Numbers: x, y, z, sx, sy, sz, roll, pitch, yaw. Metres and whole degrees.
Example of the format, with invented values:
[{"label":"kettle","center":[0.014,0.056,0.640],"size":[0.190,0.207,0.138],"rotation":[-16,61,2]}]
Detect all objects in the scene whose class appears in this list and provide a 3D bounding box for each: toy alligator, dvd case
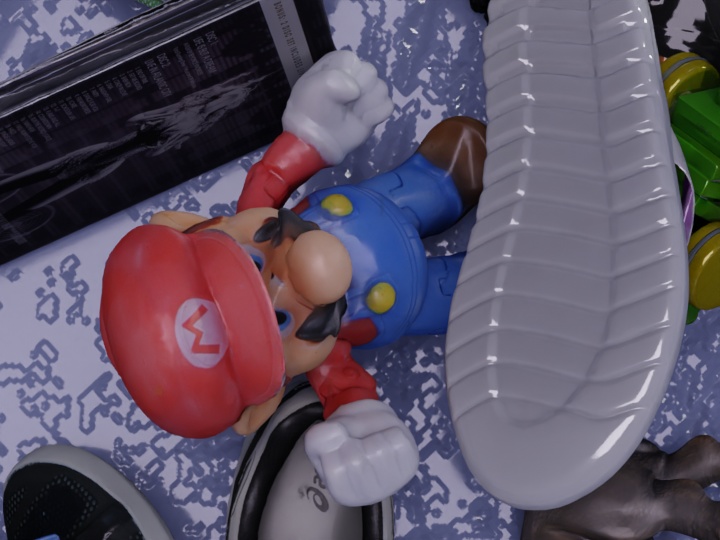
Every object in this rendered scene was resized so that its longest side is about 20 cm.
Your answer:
[{"label":"toy alligator","center":[0.111,-0.006,0.778],"size":[0.059,0.054,0.200],"rotation":[42,112,39]},{"label":"dvd case","center":[-0.101,-0.044,0.779],"size":[0.199,0.149,0.016],"rotation":[-24,77,-1]}]

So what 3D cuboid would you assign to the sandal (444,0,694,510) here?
[{"label":"sandal","center":[0.078,-0.015,0.743],"size":[0.082,0.050,0.203],"rotation":[-6,66,29]}]

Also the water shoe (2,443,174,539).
[{"label":"water shoe","center":[-0.094,0.149,0.770],"size":[0.072,0.079,0.200],"rotation":[-46,60,38]}]

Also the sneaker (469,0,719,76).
[{"label":"sneaker","center":[0.086,-0.123,0.825],"size":[0.090,0.070,0.200],"rotation":[-42,91,-5]}]

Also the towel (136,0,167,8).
[{"label":"towel","center":[-0.049,-0.193,0.817],"size":[0.149,0.031,0.200],"rotation":[28,85,34]}]

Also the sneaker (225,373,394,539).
[{"label":"sneaker","center":[-0.028,0.135,0.793],"size":[0.075,0.088,0.201],"rotation":[3,86,0]}]

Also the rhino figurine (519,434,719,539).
[{"label":"rhino figurine","center":[0.091,0.155,0.800],"size":[0.087,0.060,0.201],"rotation":[6,86,21]}]

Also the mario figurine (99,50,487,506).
[{"label":"mario figurine","center":[0.000,0.000,0.746],"size":[0.123,0.200,0.106],"rotation":[34,122,27]}]

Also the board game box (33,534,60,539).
[{"label":"board game box","center":[-0.154,0.186,0.726],"size":[0.200,0.045,0.153],"rotation":[-22,84,36]}]
